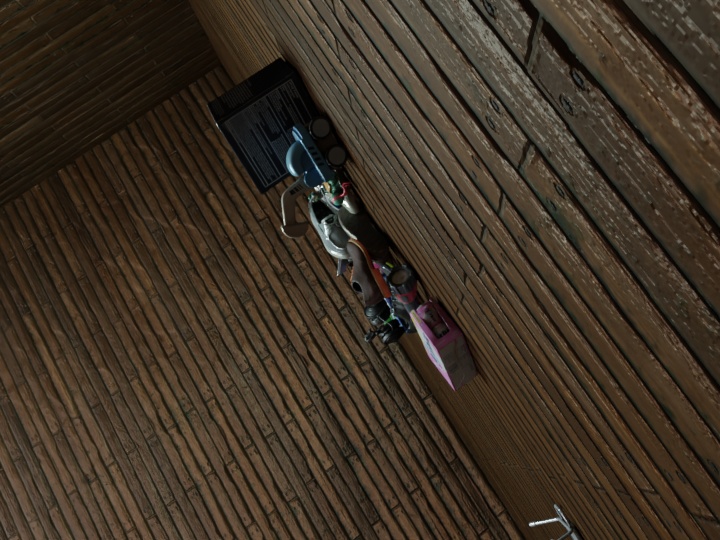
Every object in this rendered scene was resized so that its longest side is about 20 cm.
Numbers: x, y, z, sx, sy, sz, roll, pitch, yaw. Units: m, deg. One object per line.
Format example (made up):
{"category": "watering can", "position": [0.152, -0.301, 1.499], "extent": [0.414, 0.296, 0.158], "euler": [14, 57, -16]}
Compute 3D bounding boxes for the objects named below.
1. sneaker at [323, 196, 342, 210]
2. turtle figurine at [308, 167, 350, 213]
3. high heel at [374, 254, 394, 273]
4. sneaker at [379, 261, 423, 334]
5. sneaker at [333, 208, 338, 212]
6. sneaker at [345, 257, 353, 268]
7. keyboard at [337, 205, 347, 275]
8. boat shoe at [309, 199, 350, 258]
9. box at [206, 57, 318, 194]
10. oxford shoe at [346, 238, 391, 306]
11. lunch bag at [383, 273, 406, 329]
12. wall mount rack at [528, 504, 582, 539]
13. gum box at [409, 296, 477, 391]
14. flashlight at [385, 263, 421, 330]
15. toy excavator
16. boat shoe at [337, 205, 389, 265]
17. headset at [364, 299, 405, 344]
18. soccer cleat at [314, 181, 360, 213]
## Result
{"category": "sneaker", "position": [-0.091, -0.245, 1.837], "extent": [0.088, 0.075, 0.201], "euler": [37, 169, 44]}
{"category": "turtle figurine", "position": [-0.085, -0.217, 1.600], "extent": [0.150, 0.099, 0.203], "euler": [115, 142, -60]}
{"category": "high heel", "position": [0.036, -0.027, 1.789], "extent": [0.096, 0.067, 0.200], "euler": [49, 174, -11]}
{"category": "sneaker", "position": [0.100, 0.069, 1.668], "extent": [0.202, 0.080, 0.074], "euler": [58, 176, -1]}
{"category": "sneaker", "position": [-0.050, -0.139, 1.948], "extent": [0.202, 0.086, 0.075], "euler": [56, 175, 15]}
{"category": "sneaker", "position": [-0.006, -0.039, 1.790], "extent": [0.076, 0.084, 0.200], "euler": [17, -166, 13]}
{"category": "keyboard", "position": [-0.041, -0.090, 1.781], "extent": [0.056, 0.010, 0.204], "euler": [-42, -41, -69]}
{"category": "boat shoe", "position": [-0.078, -0.111, 1.710], "extent": [0.202, 0.069, 0.072], "euler": [53, 167, 38]}
{"category": "box", "position": [-0.195, -0.315, 1.478], "extent": [0.201, 0.196, 0.124], "euler": [60, 177, -39]}
{"category": "oxford shoe", "position": [0.000, 0.000, 1.553], "extent": [0.201, 0.072, 0.072], "euler": [59, 179, 46]}
{"category": "lunch bag", "position": [0.097, 0.080, 1.853], "extent": [0.163, 0.082, 0.200], "euler": [61, 175, -5]}
{"category": "wall mount rack", "position": [0.457, 0.619, 1.503], "extent": [0.202, 0.074, 0.174], "euler": [58, 177, 5]}
{"category": "gum box", "position": [0.178, 0.156, 1.441], "extent": [0.114, 0.066, 0.201], "euler": [53, 174, 39]}
{"category": "flashlight", "position": [0.122, 0.067, 1.547], "extent": [0.068, 0.067, 0.201], "euler": [48, 175, 43]}
{"category": "toy excavator", "position": [-0.117, -0.196, 1.412], "extent": [0.196, 0.198, 0.100], "euler": [58, 177, -15]}
{"category": "boat shoe", "position": [0.004, -0.084, 1.662], "extent": [0.201, 0.073, 0.074], "euler": [56, 164, 36]}
{"category": "headset", "position": [0.050, 0.137, 1.716], "extent": [0.124, 0.093, 0.200], "euler": [55, -177, -3]}
{"category": "soccer cleat", "position": [-0.070, -0.205, 1.680], "extent": [0.201, 0.077, 0.070], "euler": [56, 177, 28]}
